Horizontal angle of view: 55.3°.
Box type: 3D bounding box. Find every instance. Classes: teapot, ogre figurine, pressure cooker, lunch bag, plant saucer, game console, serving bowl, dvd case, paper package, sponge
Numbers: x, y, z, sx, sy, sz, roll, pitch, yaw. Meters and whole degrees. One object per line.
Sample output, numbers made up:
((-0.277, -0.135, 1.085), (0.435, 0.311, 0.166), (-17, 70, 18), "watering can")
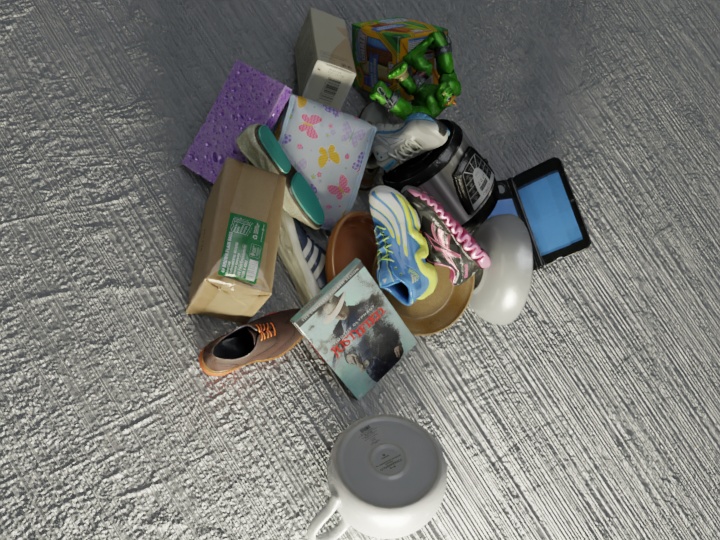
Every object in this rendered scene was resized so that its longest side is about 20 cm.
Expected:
((0.035, 0.334, 1.059), (0.197, 0.147, 0.199), (10, 41, 6), "teapot")
((0.113, -0.329, 1.220), (0.120, 0.098, 0.201), (51, 43, -18), "ogre figurine")
((0.158, -0.154, 1.266), (0.200, 0.175, 0.180), (48, 20, -30), "pressure cooker")
((-0.086, -0.184, 1.208), (0.168, 0.127, 0.203), (16, 92, -16), "lunch bag")
((0.000, 0.000, 1.183), (0.199, 0.037, 0.203), (21, 64, -51), "plant saucer")
((0.333, -0.109, 1.373), (0.169, 0.118, 0.202), (-9, 74, -27), "game console")
((0.233, -0.005, 1.243), (0.065, 0.200, 0.203), (5, 68, -16), "serving bowl")
((0.106, 0.011, 1.203), (0.197, 0.035, 0.203), (-1, 92, -21), "plant saucer")
((-0.006, 0.099, 1.115), (0.146, 0.022, 0.201), (-42, 121, -11), "dvd case")
((-0.194, -0.039, 1.065), (0.102, 0.191, 0.203), (13, 67, -18), "paper package")
((-0.206, -0.239, 1.146), (0.111, 0.030, 0.202), (32, 97, 20), "sponge")

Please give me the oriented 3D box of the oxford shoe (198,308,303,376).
((-0.156, 0.109, 1.093), (0.199, 0.073, 0.072), (-26, 82, -30), "oxford shoe")

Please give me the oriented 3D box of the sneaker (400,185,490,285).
((0.127, -0.054, 1.157), (0.095, 0.079, 0.200), (-43, 101, 12), "sneaker")

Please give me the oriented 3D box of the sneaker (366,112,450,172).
((0.073, -0.209, 1.181), (0.075, 0.199, 0.087), (35, 70, -29), "sneaker")

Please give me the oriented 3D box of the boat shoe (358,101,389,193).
((0.026, -0.246, 1.315), (0.074, 0.068, 0.202), (17, 64, -17), "boat shoe")

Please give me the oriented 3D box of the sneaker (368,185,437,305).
((0.058, -0.034, 1.106), (0.201, 0.075, 0.105), (60, 40, -13), "sneaker")

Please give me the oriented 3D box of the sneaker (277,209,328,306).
((-0.082, -0.022, 1.178), (0.084, 0.075, 0.202), (-23, 93, -29), "sneaker")

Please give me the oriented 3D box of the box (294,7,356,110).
((-0.069, -0.391, 1.275), (0.077, 0.095, 0.202), (13, 44, -21), "box")

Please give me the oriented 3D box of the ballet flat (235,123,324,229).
((-0.131, -0.147, 1.123), (0.201, 0.062, 0.068), (58, 32, -20), "ballet flat")

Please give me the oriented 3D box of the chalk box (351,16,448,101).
((0.061, -0.420, 1.343), (0.124, 0.125, 0.199), (-21, 37, -30), "chalk box")
